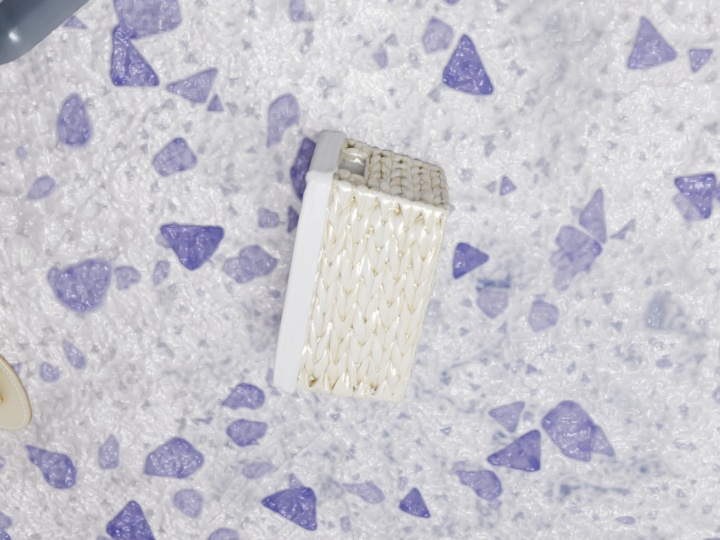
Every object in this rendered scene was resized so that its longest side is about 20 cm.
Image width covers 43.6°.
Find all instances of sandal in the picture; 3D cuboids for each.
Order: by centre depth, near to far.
[{"bbox_3d":[-0.419,0.094,0.917,0.076,0.070,0.215,-19,109,14],"label":"sandal"}]

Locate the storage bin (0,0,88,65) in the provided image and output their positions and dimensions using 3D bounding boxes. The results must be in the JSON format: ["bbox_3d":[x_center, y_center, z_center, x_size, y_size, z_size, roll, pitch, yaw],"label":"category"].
[{"bbox_3d":[-0.286,-0.277,0.719,0.198,0.146,0.136,-33,95,18],"label":"storage bin"}]

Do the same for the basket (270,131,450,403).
[{"bbox_3d":[0.000,0.000,0.792,0.121,0.136,0.204,12,113,-2],"label":"basket"}]
